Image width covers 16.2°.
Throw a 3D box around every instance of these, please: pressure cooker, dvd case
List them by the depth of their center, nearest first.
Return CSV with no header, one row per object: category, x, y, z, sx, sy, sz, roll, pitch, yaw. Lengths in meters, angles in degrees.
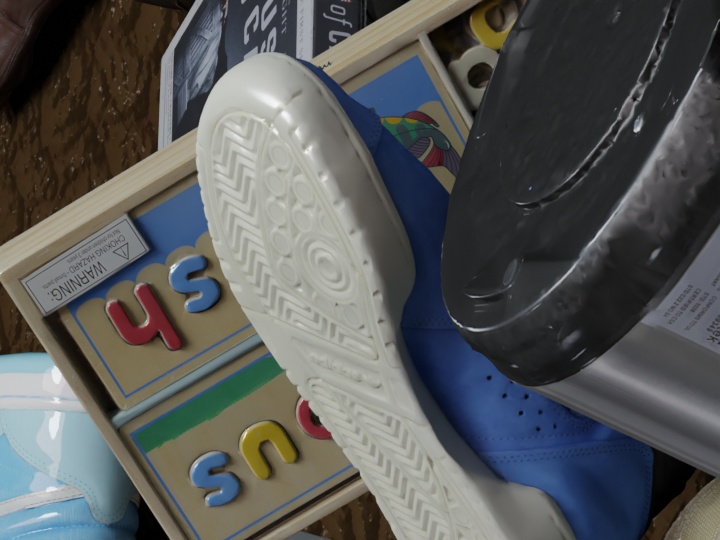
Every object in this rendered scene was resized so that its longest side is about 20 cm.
pressure cooker,0.141,-0.014,0.672,0.176,0.200,0.179,-34,34,63
dvd case,-0.040,-0.056,0.940,0.200,0.025,0.151,131,144,-60

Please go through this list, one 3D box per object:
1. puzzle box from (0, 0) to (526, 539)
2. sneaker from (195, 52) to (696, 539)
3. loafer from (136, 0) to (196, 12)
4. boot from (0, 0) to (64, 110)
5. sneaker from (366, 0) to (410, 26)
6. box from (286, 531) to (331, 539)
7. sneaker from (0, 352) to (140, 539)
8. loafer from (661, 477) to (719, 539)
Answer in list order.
puzzle box,0.000,0.000,0.815,0.200,0.133,0.025,-31,23,0
sneaker,0.036,0.005,0.763,0.077,0.111,0.200,-10,116,53
loafer,-0.047,-0.179,1.015,0.200,0.071,0.073,-58,8,48
boot,-0.163,-0.196,1.168,0.200,0.064,0.187,-47,65,42
sneaker,0.014,-0.187,0.945,0.080,0.076,0.200,20,100,60
box,-0.023,0.209,0.857,0.106,0.152,0.200,15,102,7
sneaker,-0.167,0.109,1.127,0.200,0.079,0.131,-11,74,51
loafer,0.085,0.140,0.811,0.068,0.076,0.200,43,120,38
